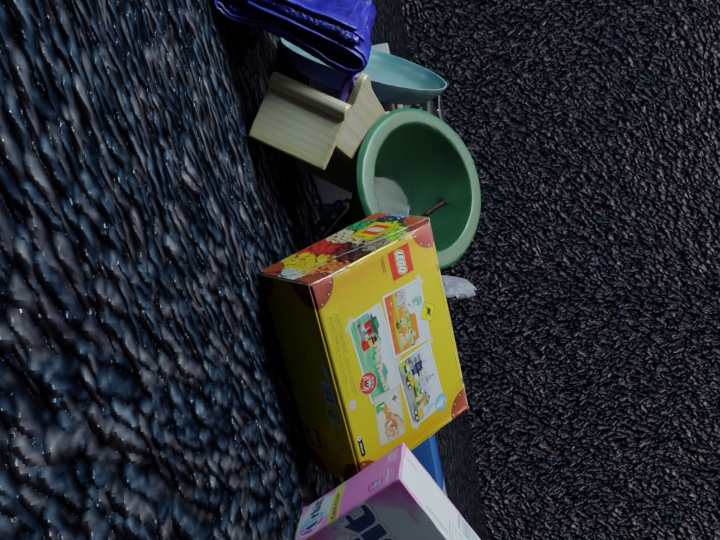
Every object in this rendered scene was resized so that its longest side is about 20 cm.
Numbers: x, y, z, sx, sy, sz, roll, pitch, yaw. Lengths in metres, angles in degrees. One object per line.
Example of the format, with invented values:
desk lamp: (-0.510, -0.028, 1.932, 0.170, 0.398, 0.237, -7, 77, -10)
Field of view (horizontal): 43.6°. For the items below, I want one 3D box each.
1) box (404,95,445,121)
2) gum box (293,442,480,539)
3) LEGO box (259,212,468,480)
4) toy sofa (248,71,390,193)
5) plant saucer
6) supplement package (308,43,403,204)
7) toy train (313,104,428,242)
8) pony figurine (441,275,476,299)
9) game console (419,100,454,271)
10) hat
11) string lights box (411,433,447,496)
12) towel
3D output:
box: (0.150, -0.305, 2.146, 0.200, 0.123, 0.198, -80, 157, -65)
gum box: (0.050, 0.264, 0.768, 0.201, 0.113, 0.066, 52, 14, -8)
LEGO box: (0.009, 0.068, 0.829, 0.148, 0.077, 0.202, -28, 114, -35)
toy sofa: (-0.033, -0.146, 0.904, 0.098, 0.082, 0.200, -65, 170, 3)
plant saucer: (0.002, -0.231, 1.044, 0.200, 0.198, 0.028, -76, -179, -68)
supplement package: (-0.001, -0.176, 1.150, 0.114, 0.108, 0.201, 69, 14, -51)
toy train: (0.008, -0.105, 1.019, 0.046, 0.200, 0.034, 37, 16, -6)
pony figurine: (0.079, 0.011, 1.399, 0.201, 0.165, 0.193, 62, 6, -13)
game console: (0.062, -0.097, 1.199, 0.176, 0.115, 0.202, 53, 33, -60)
hat: (0.011, -0.058, 0.983, 0.166, 0.175, 0.201, 45, 56, -19)
string lights box: (0.028, 0.175, 0.990, 0.059, 0.102, 0.202, -55, 135, -76)
towel: (-0.051, -0.259, 0.860, 0.200, 0.147, 0.050, -84, -160, -62)
